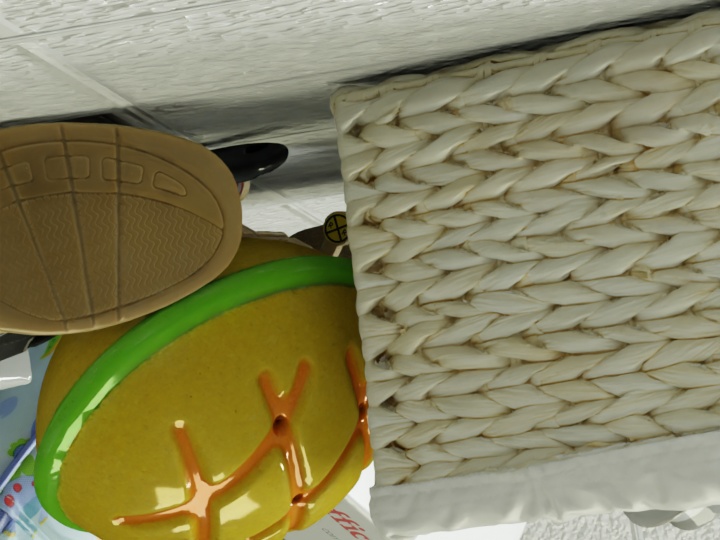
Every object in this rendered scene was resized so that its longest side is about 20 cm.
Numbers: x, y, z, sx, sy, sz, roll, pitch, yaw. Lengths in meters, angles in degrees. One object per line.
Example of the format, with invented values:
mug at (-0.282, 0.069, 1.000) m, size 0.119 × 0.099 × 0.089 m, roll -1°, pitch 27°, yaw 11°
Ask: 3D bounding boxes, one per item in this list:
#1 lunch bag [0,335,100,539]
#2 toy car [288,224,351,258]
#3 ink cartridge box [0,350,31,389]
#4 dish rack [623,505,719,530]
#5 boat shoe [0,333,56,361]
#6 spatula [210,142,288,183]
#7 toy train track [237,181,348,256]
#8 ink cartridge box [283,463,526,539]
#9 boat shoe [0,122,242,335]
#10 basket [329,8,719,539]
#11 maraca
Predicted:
lunch bag at (-0.152, 0.065, 1.208) m, size 0.161 × 0.082 × 0.200 m, roll 7°, pitch -126°, yaw 48°
toy car at (0.010, 0.001, 1.397) m, size 0.200 × 0.158 × 0.164 m, roll 19°, pitch 177°, yaw -23°
ink cartridge box at (-0.249, 0.023, 1.083) m, size 0.200 × 0.086 × 0.147 m, roll -5°, pitch 175°, yaw -43°
dish rack at (0.187, 0.028, 1.355) m, size 0.044 × 0.200 × 0.172 m, roll 35°, pitch -170°, yaw -26°
boat shoe at (-0.167, 0.018, 1.006) m, size 0.200 × 0.070 × 0.066 m, roll -28°, pitch 155°, yaw -21°
spatula at (-0.098, -0.028, 1.157) m, size 0.200 × 0.021 × 0.056 m, roll -17°, pitch -167°, yaw 47°
toy train track at (0.000, 0.000, 1.174) m, size 0.200 × 0.033 × 0.115 m, roll 29°, pitch -170°, yaw 17°
ink cartridge box at (-0.038, 0.082, 1.292) m, size 0.200 × 0.084 × 0.145 m, roll 5°, pitch 154°, yaw 39°
boat shoe at (-0.141, -0.012, 0.945) m, size 0.199 × 0.074 × 0.069 m, roll -8°, pitch -170°, yaw -16°
basket at (0.120, -0.001, 0.983) m, size 0.200 × 0.161 × 0.198 m, roll -9°, pitch 178°, yaw 29°
maraca at (-0.035, 0.044, 1.029) m, size 0.200 × 0.107 × 0.137 m, roll -7°, pitch 142°, yaw -46°
